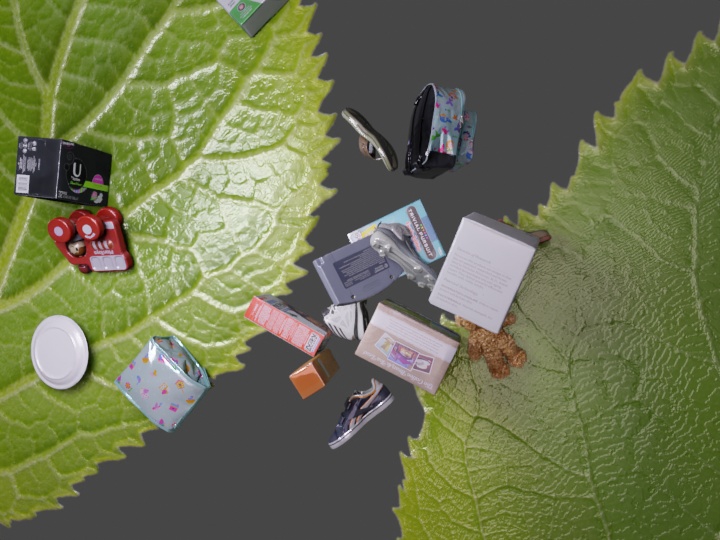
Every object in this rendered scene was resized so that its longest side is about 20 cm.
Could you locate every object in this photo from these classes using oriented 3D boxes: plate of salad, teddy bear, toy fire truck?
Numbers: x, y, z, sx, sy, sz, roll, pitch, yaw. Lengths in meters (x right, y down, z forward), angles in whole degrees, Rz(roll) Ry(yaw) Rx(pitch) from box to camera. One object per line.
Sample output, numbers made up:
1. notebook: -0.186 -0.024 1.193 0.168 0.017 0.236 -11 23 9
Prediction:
1. plate of salad: -0.814 0.221 1.546 0.199 0.048 0.201 0 90 19
2. teddy bear: 0.313 0.162 1.349 0.144 0.067 0.201 -17 88 5
3. toy fire truck: -0.717 -0.073 1.504 0.199 0.112 0.169 -4 109 10

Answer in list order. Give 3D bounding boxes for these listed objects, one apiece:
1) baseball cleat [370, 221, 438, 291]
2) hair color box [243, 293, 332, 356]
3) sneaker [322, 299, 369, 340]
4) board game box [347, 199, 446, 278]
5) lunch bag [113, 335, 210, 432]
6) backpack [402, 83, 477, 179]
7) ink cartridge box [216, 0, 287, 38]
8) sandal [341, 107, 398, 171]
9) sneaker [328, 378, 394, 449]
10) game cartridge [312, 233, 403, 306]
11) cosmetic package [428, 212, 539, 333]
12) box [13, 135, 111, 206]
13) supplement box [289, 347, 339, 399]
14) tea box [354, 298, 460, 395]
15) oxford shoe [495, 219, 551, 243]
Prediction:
1. baseball cleat: 0.117 -0.043 1.331 0.200 0.070 0.107 38 54 -17
2. hair color box: -0.175 0.132 1.408 0.199 0.111 0.064 30 95 7
3. sneaker: -0.043 0.081 1.386 0.115 0.076 0.201 0 110 12
4. board game box: 0.089 -0.062 1.394 0.199 0.047 0.151 -26 87 9
5. lunch bag: -0.495 0.292 1.458 0.200 0.122 0.170 42 96 12
6. backpack: 0.182 -0.323 1.313 0.150 0.178 0.201 1 86 -13
7. ink cartridge box: -0.302 -0.721 1.432 0.147 0.083 0.200 -44 83 7
8. sandal: 0.021 -0.315 1.395 0.057 0.080 0.201 -46 77 24
9. sneaker: -0.014 0.349 1.402 0.200 0.078 0.079 -41 89 -3
10. game cartridge: 0.000 0.000 1.314 0.200 0.041 0.134 -25 91 -31
11. cosmetic package: 0.276 -0.002 1.250 0.166 0.167 0.201 25 107 15
12. box: -0.756 -0.248 1.453 0.124 0.200 0.149 6 92 10
13. supplement box: -0.105 0.242 1.352 0.066 0.200 0.069 -34 89 8
14. tea box: 0.115 0.170 1.317 0.199 0.197 0.134 26 95 8
15. oxford shoe: 0.346 -0.086 1.340 0.199 0.070 0.075 -5 88 9
